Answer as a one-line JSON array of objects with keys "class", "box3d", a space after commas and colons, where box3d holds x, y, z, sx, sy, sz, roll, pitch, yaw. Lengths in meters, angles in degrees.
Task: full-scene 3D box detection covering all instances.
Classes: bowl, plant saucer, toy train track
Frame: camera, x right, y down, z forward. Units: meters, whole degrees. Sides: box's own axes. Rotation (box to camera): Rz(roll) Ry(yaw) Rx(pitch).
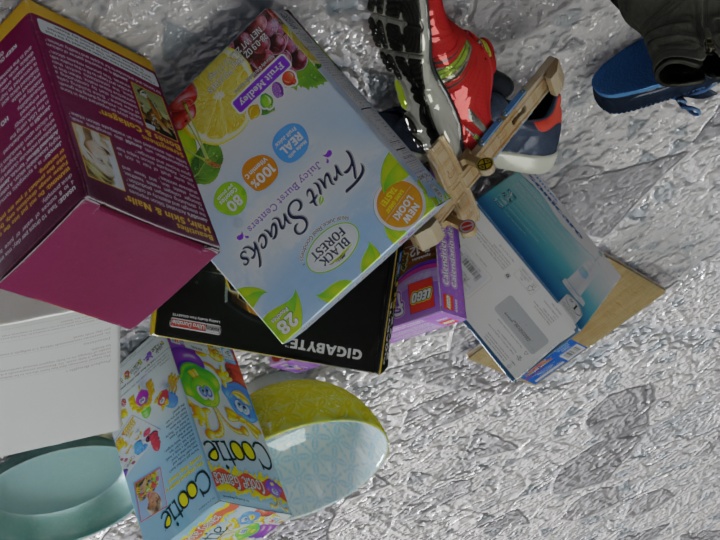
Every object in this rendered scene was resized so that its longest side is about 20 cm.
[{"class": "bowl", "box3d": [-0.079, 0.172, 1.567, 0.199, 0.108, 0.200, -16, 146, -11]}, {"class": "plant saucer", "box3d": [-0.320, 0.229, 1.565, 0.199, 0.036, 0.200, -16, 146, -11]}, {"class": "toy train track", "box3d": [0.112, -0.094, 1.204, 0.200, 0.032, 0.115, -51, 144, -16]}]

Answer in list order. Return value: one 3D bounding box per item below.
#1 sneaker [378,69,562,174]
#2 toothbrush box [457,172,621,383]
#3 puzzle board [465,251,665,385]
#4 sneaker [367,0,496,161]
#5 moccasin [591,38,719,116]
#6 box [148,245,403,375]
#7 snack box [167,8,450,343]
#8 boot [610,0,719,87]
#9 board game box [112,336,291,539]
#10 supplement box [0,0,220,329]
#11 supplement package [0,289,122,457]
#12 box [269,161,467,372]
[{"class": "sneaker", "box3d": [0.085, -0.139, 1.283, 0.199, 0.075, 0.085, 1, 118, -23]}, {"class": "toothbrush box", "box3d": [0.148, -0.004, 1.354, 0.085, 0.147, 0.200, -40, 178, 25]}, {"class": "puzzle board", "box3d": [0.235, 0.057, 1.683, 0.200, 0.017, 0.151, -38, 145, 22]}, {"class": "sneaker", "box3d": [0.067, -0.176, 1.192, 0.085, 0.077, 0.200, -33, 130, -18]}, {"class": "moccasin", "box3d": [0.308, -0.181, 1.335, 0.199, 0.081, 0.068, -21, 135, -2]}, {"class": "box", "box3d": [-0.066, -0.010, 1.216, 0.199, 0.160, 0.049, 10, -173, 10]}, {"class": "snack box", "box3d": [-0.058, -0.074, 1.145, 0.169, 0.200, 0.068, -42, 178, 17]}, {"class": "boot", "box3d": [0.317, -0.216, 1.248, 0.199, 0.131, 0.068, -16, 146, -12]}, {"class": "board game box", "box3d": [-0.163, 0.172, 1.432, 0.105, 0.200, 0.103, -40, 143, 24]}, {"class": "supplement box", "box3d": [-0.203, -0.076, 1.063, 0.103, 0.200, 0.131, -39, 142, 22]}, {"class": "supplement package", "box3d": [-0.276, 0.052, 1.272, 0.117, 0.118, 0.200, -12, 144, -18]}, {"class": "box", "box3d": [0.000, 0.000, 1.292, 0.200, 0.137, 0.039, -20, 155, 37]}]
